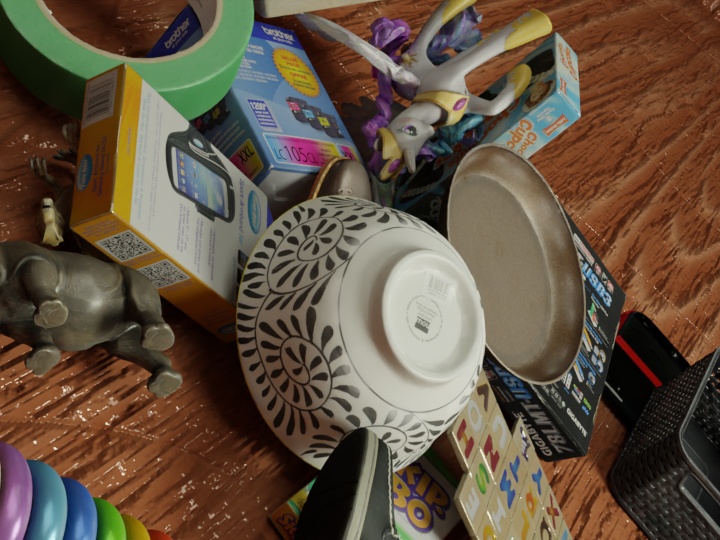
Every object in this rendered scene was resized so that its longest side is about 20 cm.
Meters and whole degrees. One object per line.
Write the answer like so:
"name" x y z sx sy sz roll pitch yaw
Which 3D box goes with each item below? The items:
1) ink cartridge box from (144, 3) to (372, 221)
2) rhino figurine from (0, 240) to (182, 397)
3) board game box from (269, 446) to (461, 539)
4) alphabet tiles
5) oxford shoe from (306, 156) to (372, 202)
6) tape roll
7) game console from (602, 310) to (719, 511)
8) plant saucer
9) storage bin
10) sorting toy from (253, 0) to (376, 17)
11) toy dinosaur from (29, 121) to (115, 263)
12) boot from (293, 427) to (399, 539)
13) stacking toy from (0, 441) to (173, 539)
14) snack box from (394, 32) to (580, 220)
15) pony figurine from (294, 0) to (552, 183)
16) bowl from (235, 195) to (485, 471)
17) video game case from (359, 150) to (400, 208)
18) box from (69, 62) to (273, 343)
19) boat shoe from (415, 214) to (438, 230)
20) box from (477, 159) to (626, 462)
"ink cartridge box" -0.093 -0.140 1.054 0.135 0.076 0.202 2 53 -52
"rhino figurine" -0.196 0.016 0.749 0.198 0.060 0.088 19 22 -40
"board game box" 0.017 0.169 0.899 0.096 0.030 0.200 53 28 4
"alphabet tiles" 0.118 0.183 0.962 0.202 0.007 0.167 66 26 -16
"oxford shoe" 0.000 0.000 0.960 0.071 0.072 0.203 19 62 -40
"tape roll" -0.181 -0.201 0.952 0.197 0.048 0.203 11 56 -16
"game console" 0.329 0.148 1.341 0.200 0.031 0.177 48 36 -1
"plant saucer" 0.122 -0.004 1.030 0.199 0.032 0.204 21 61 -45
"storage bin" 0.340 0.186 1.217 0.136 0.094 0.200 48 39 -1
"sorting toy" -0.014 -0.294 1.153 0.200 0.195 0.071 -126 -153 -67
"toy dinosaur" -0.175 -0.041 0.869 0.199 0.057 0.103 12 62 -63
"boot" 0.032 0.216 0.783 0.152 0.073 0.206 25 52 -23
"stacking toy" -0.145 0.151 0.660 0.199 0.085 0.086 31 34 -39
"snack box" 0.114 -0.121 1.142 0.037 0.199 0.117 41 30 -20
"pony figurine" 0.047 -0.169 1.103 0.192 0.199 0.168 35 -21 45
"bowl" 0.023 0.038 0.855 0.198 0.094 0.204 8 76 -35
"video game case" 0.063 -0.019 1.179 0.142 0.018 0.202 28 36 -34
"box" -0.121 -0.036 0.870 0.200 0.041 0.121 46 35 -49
"boat shoe" 0.096 -0.005 1.131 0.198 0.057 0.068 13 45 -46
"box" 0.158 0.032 1.124 0.200 0.049 0.200 50 42 -28
